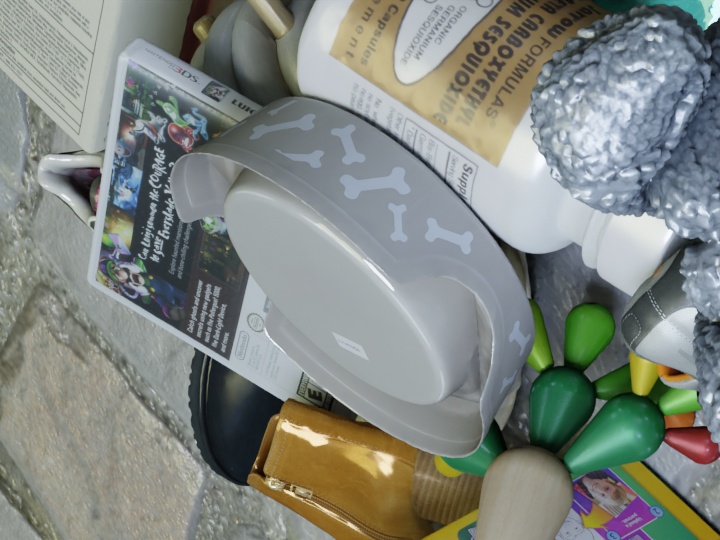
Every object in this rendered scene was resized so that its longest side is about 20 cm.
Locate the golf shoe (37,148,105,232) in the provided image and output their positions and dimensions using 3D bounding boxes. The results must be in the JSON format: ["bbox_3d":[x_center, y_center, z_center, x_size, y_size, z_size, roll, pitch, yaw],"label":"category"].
[{"bbox_3d":[-0.115,-0.026,1.263,0.200,0.088,0.078,22,98,47],"label":"golf shoe"}]

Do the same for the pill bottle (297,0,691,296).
[{"bbox_3d":[0.078,-0.074,0.976,0.200,0.114,0.115,36,133,21],"label":"pill bottle"}]

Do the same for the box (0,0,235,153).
[{"bbox_3d":[-0.143,-0.194,1.272,0.128,0.109,0.200,43,136,27],"label":"box"}]

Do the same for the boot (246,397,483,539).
[{"bbox_3d":[0.003,0.143,1.236,0.143,0.071,0.201,18,145,6],"label":"boot"}]

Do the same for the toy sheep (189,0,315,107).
[{"bbox_3d":[-0.032,-0.102,1.173,0.200,0.138,0.138,-32,83,47],"label":"toy sheep"}]

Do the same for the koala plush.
[{"bbox_3d":[0.199,-0.059,0.766,0.200,0.184,0.178,-31,93,31],"label":"koala plush"}]

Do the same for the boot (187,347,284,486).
[{"bbox_3d":[-0.027,0.064,1.290,0.168,0.076,0.201,25,120,45],"label":"boot"}]

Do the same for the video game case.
[{"bbox_3d":[-0.063,-0.014,1.166,0.181,0.023,0.200,30,142,10],"label":"video game case"}]

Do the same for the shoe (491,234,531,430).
[{"bbox_3d":[0.058,0.017,1.166,0.053,0.070,0.201,-138,41,-62],"label":"shoe"}]

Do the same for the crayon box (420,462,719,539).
[{"bbox_3d":[0.099,0.175,1.097,0.119,0.200,0.058,44,136,27],"label":"crayon box"}]

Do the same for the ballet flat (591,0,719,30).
[{"bbox_3d":[0.120,-0.125,1.026,0.200,0.067,0.071,9,105,46],"label":"ballet flat"}]

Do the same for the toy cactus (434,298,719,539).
[{"bbox_3d":[0.094,0.088,1.073,0.199,0.165,0.102,3,138,27],"label":"toy cactus"}]

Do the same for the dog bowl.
[{"bbox_3d":[0.000,0.000,1.021,0.200,0.059,0.200,39,160,16],"label":"dog bowl"}]

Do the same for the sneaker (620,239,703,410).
[{"bbox_3d":[0.180,0.032,0.956,0.079,0.200,0.074,-36,54,17],"label":"sneaker"}]
